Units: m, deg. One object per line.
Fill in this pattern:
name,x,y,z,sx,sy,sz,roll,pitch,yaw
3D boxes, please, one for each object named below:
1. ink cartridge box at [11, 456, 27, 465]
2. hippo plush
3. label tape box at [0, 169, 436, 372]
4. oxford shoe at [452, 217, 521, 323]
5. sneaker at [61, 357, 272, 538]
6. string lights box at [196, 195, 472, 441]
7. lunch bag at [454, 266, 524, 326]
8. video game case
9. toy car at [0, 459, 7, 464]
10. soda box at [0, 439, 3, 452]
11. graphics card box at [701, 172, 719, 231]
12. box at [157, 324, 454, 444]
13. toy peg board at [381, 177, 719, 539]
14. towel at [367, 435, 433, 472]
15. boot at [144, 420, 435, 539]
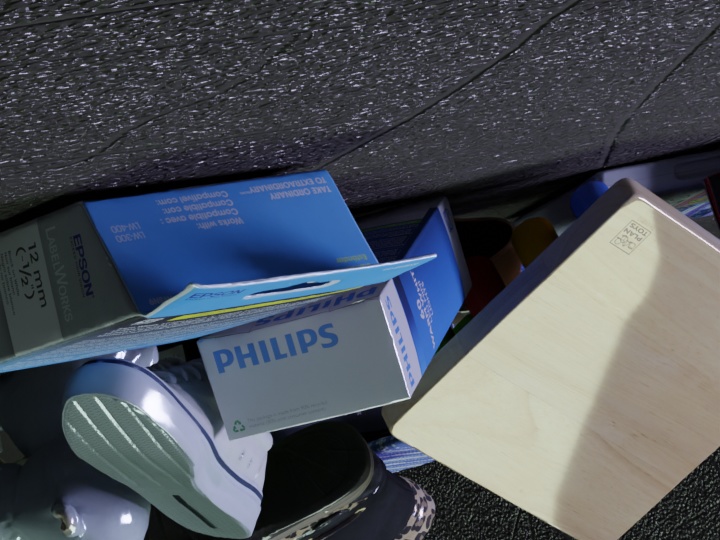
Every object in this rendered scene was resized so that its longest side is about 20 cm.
ink cartridge box,-0.118,0.106,1.744,0.199,0.048,0.146,-18,-179,8
hippo plush,-0.156,0.101,1.596,0.199,0.162,0.159,-12,157,15
label tape box,-0.083,-0.005,1.333,0.143,0.067,0.200,-9,173,-39
oxford shoe,0.000,0.000,1.706,0.199,0.072,0.071,-12,149,-10
sneaker,-0.100,0.076,1.489,0.073,0.071,0.200,5,159,17
string lights box,-0.010,0.022,1.534,0.102,0.059,0.200,-14,-167,15
lunch bag,0.112,0.027,2.081,0.199,0.083,0.161,-10,175,-30
video game case,0.201,-0.051,1.777,0.181,0.022,0.200,-11,174,-15
toy car,-0.253,0.185,1.781,0.184,0.178,0.200,24,161,-12
soda box,-0.359,0.118,2.025,0.199,0.069,0.064,-11,175,-22
graphics card box,0.309,-0.051,1.681,0.199,0.051,0.125,-19,163,11
box,-0.067,0.074,1.955,0.199,0.118,0.196,-6,171,-46
toy peg board,0.133,0.034,1.676,0.199,0.098,0.200,-45,131,17
towel,0.033,0.114,1.930,0.199,0.024,0.144,-20,169,41
boot,-0.056,0.169,1.856,0.199,0.073,0.150,-29,154,15
